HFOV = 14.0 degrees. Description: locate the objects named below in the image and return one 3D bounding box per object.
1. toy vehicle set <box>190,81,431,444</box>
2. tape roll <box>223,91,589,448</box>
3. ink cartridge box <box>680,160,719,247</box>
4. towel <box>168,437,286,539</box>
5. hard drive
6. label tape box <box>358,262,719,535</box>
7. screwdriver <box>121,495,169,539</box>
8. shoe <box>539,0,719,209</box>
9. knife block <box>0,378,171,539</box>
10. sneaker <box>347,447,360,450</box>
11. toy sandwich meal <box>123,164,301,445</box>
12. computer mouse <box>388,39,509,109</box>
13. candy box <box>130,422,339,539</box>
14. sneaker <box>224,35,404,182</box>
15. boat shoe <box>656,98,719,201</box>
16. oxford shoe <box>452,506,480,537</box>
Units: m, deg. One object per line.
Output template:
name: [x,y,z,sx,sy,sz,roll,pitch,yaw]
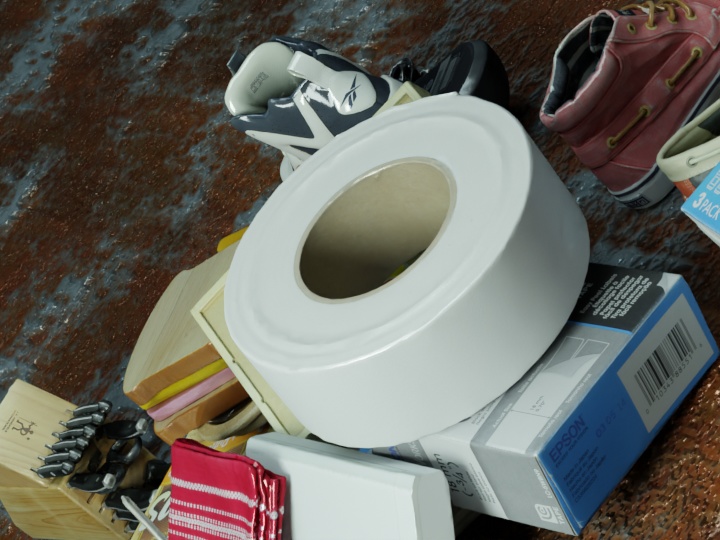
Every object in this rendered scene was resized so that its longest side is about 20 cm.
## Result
toy vehicle set: [0.000,0.000,1.745,0.200,0.026,0.124,-46,58,14]
tape roll: [0.025,-0.002,1.621,0.201,0.071,0.203,-25,37,20]
ink cartridge box: [0.276,-0.077,1.561,0.200,0.068,0.115,-50,24,0]
towel: [-0.089,0.204,1.726,0.144,0.022,0.202,11,96,64]
hard drive: [-0.003,0.167,1.644,0.026,0.133,0.200,-11,8,-28]
label tape box: [0.079,0.062,1.632,0.199,0.063,0.144,8,48,47]
screwdriver: [-0.068,0.199,1.655,0.028,0.200,0.029,-42,-22,-12]
shoe: [0.187,-0.143,1.787,0.071,0.091,0.201,-3,52,59]
knife block: [-0.177,0.154,2.053,0.064,0.175,0.200,-58,-20,-21]
sneaker: [0.028,0.035,1.825,0.105,0.075,0.201,-45,19,25]
toy sandwich meal: [-0.070,0.021,1.860,0.205,0.070,0.206,-51,18,23]
computer mouse: [0.054,-0.099,2.018,0.200,0.053,0.139,-25,37,64]
candy box: [-0.078,0.139,1.886,0.115,0.055,0.201,-16,40,55]
sneaker: [-0.044,-0.108,2.000,0.080,0.129,0.199,-62,16,-11]
boat shoe: [0.255,-0.110,1.657,0.200,0.063,0.071,-45,22,8]
oxford shoe: [0.053,0.105,1.703,0.200,0.058,0.075,-47,22,4]
